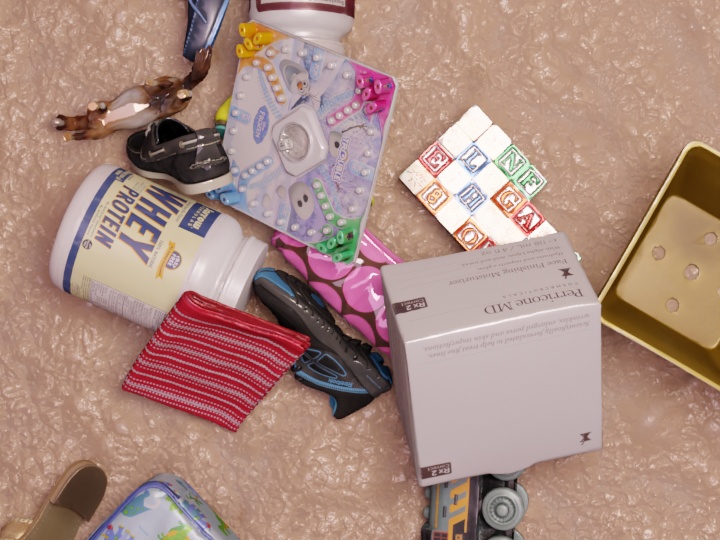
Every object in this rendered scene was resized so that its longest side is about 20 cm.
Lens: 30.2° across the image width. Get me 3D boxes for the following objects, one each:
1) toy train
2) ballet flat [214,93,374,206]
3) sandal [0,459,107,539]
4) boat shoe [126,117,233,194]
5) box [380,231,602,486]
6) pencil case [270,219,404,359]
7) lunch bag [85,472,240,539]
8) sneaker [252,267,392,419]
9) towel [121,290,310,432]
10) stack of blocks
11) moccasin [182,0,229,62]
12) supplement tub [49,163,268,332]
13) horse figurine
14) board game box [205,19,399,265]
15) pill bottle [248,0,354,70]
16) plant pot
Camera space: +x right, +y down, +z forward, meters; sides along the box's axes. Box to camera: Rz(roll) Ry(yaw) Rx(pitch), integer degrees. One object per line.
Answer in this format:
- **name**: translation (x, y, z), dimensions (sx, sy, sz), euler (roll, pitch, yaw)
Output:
- **toy train**: translation (0.124, 0.251, 1.449), dimensions (0.113, 0.085, 0.202), euler (3, 91, 11)
- **ballet flat**: translation (-0.063, -0.139, 1.455), dimensions (0.199, 0.067, 0.067), euler (27, 71, 3)
- **sandal**: translation (-0.365, 0.297, 1.480), dimensions (0.078, 0.069, 0.212), euler (45, 73, -36)
- **boat shoe**: translation (-0.194, -0.132, 1.399), dimensions (0.072, 0.200, 0.068), euler (-26, 114, -23)
- **box**: translation (0.134, 0.090, 1.351), dimensions (0.197, 0.131, 0.201), euler (-11, 127, -5)
- **pencil case**: translation (0.000, 0.000, 1.442), dimensions (0.200, 0.091, 0.094), euler (41, 128, -1)
- **lunch bag**: translation (-0.205, 0.339, 1.462), dimensions (0.161, 0.082, 0.200), euler (-44, 89, 5)
- **sneaker**: translation (-0.053, 0.081, 1.431), dimensions (0.082, 0.073, 0.200), euler (-39, 110, 12)
- **towel**: translation (-0.154, 0.100, 1.398), dimensions (0.144, 0.200, 0.023), euler (23, 48, -16)
- **stack of blocks**: translation (0.149, -0.067, 1.447), dimensions (0.115, 0.059, 0.200), euler (-42, 90, 2)
- **moccasin**: translation (-0.169, -0.324, 1.449), dimensions (0.068, 0.080, 0.201), euler (15, 79, -12)
- **supplement tub**: translation (-0.212, -0.012, 1.419), dimensions (0.199, 0.145, 0.146), euler (23, 92, 1)
- **horse figurine**: translation (-0.241, -0.178, 1.426), dimensions (0.199, 0.133, 0.050), euler (-23, 96, 0)
- **board game box**: translation (-0.067, -0.131, 1.366), dimensions (0.199, 0.026, 0.201), euler (27, 114, 30)
- **pill bottle**: translation (-0.061, -0.309, 1.422), dimensions (0.113, 0.114, 0.202), euler (2, 92, 2)
- **plant pot**: translation (0.361, 0.003, 1.383), dimensions (0.199, 0.176, 0.201), euler (30, 93, 1)
